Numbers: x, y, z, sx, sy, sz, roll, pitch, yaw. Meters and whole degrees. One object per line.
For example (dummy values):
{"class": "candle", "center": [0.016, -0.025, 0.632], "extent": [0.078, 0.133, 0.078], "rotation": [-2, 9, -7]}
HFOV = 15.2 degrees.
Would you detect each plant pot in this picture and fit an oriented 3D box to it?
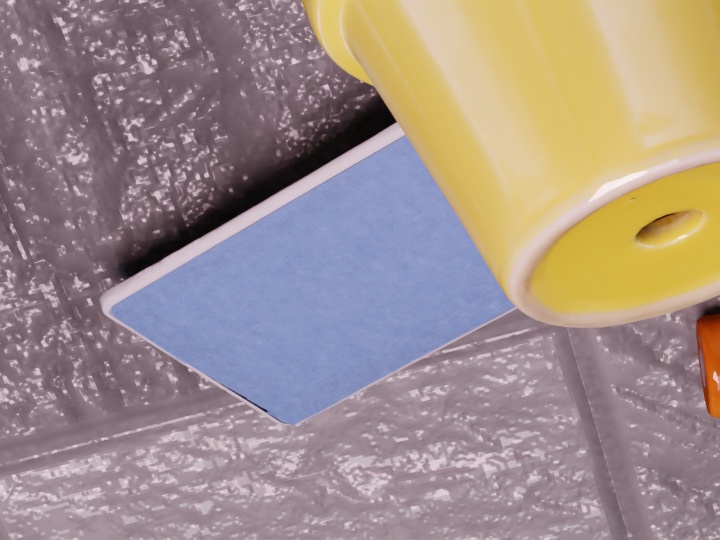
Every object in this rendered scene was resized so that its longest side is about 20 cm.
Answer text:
{"class": "plant pot", "center": [0.085, -0.090, 0.987], "extent": [0.200, 0.189, 0.201], "rotation": [-15, 156, -7]}

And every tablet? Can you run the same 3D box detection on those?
{"class": "tablet", "center": [0.000, 0.000, 1.159], "extent": [0.200, 0.014, 0.130], "rotation": [-29, 135, 29]}

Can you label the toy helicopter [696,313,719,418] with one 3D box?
{"class": "toy helicopter", "center": [0.193, 0.064, 1.135], "extent": [0.079, 0.200, 0.132], "rotation": [-7, 142, 2]}
